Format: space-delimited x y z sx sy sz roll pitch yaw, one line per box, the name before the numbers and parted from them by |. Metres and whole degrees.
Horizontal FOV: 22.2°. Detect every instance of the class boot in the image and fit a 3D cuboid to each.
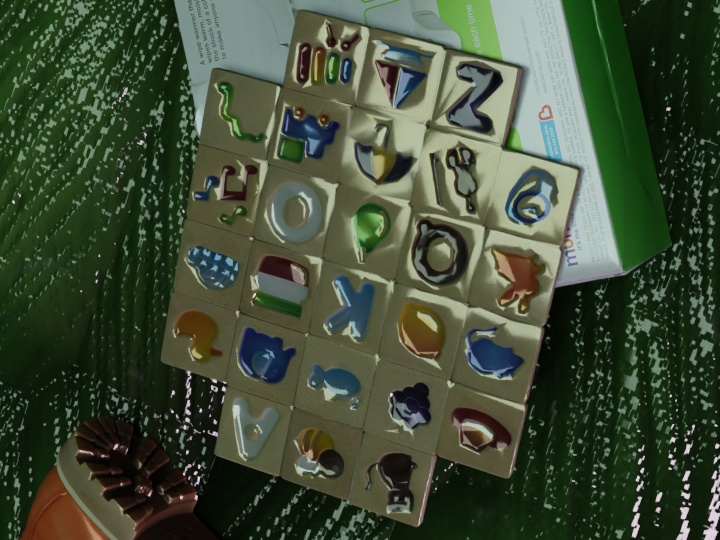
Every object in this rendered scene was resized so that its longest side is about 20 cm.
boot | -0.098 0.181 0.906 0.200 0.075 0.107 49 115 19

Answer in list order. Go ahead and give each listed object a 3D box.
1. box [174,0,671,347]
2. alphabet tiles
box | 0.022 -0.083 0.802 0.176 0.097 0.201 -13 92 24
alphabet tiles | 0.000 0.000 0.769 0.166 0.006 0.201 16 105 18
